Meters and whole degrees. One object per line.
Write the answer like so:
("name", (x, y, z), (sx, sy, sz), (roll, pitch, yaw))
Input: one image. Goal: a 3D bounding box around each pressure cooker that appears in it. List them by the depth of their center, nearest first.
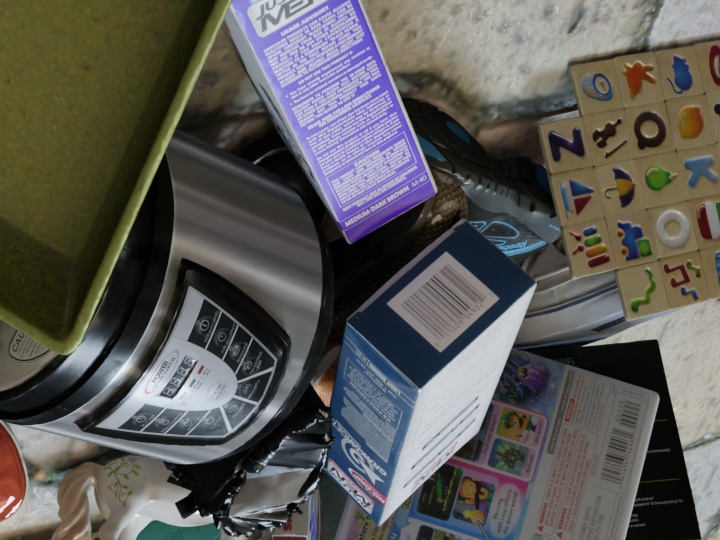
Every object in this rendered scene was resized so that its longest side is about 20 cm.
("pressure cooker", (-0.135, 0.005, 0.842), (0.178, 0.177, 0.200), (-16, 154, 36))

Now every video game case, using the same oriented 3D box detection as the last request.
("video game case", (0.088, 0.145, 1.072), (0.181, 0.201, 0.024), (17, 155, 5))

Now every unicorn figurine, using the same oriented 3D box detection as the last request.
("unicorn figurine", (-0.107, 0.158, 1.083), (0.199, 0.138, 0.074), (13, 134, -27))

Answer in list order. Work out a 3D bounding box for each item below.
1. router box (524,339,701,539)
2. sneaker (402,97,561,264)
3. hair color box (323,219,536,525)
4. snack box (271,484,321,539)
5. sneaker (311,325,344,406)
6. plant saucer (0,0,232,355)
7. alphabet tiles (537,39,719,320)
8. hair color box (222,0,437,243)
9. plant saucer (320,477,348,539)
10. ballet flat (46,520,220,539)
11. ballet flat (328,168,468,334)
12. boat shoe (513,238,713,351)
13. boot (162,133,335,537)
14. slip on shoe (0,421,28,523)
("router box", (0.123, 0.132, 1.125), (0.199, 0.150, 0.051), (-4, 156, -8))
("sneaker", (0.058, -0.042, 1.017), (0.082, 0.073, 0.200), (-44, 140, 20))
("hair color box", (0.034, 0.065, 0.961), (0.100, 0.060, 0.200), (-40, 161, -25))
("snack box", (-0.040, 0.160, 1.049), (0.024, 0.072, 0.200), (2, 158, 1))
("sneaker", (0.000, 0.041, 1.062), (0.077, 0.073, 0.200), (2, 146, -41))
("plant saucer", (-0.163, -0.098, 0.715), (0.201, 0.199, 0.048), (-63, 171, 19))
("alphabet tiles", (0.209, -0.062, 1.060), (0.199, 0.168, 0.006), (-12, 178, -26))
("hair color box", (-0.031, -0.117, 0.839), (0.065, 0.110, 0.200), (-29, 142, -4))
("plant saucer", (0.034, 0.228, 1.143), (0.201, 0.201, 0.039), (-36, 172, 3))
("ballet flat", (-0.182, 0.214, 1.128), (0.199, 0.070, 0.070), (-13, 138, -27))
("ballet flat", (0.000, 0.000, 0.980), (0.046, 0.068, 0.200), (15, 143, -32))
("boat shoe", (0.147, 0.003, 1.134), (0.201, 0.087, 0.074), (-24, 158, 38))
("boot", (-0.058, 0.042, 0.945), (0.073, 0.163, 0.199), (15, 120, -37))
("slip on shoe", (-0.248, 0.103, 0.956), (0.074, 0.061, 0.200), (-29, 143, -10))
